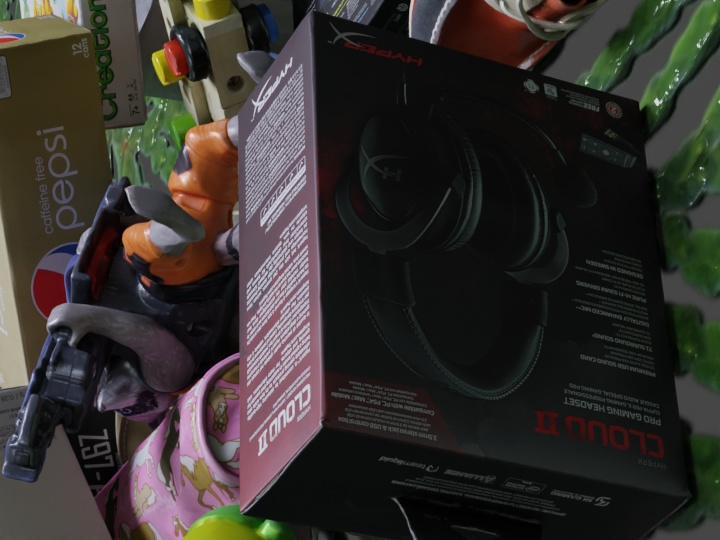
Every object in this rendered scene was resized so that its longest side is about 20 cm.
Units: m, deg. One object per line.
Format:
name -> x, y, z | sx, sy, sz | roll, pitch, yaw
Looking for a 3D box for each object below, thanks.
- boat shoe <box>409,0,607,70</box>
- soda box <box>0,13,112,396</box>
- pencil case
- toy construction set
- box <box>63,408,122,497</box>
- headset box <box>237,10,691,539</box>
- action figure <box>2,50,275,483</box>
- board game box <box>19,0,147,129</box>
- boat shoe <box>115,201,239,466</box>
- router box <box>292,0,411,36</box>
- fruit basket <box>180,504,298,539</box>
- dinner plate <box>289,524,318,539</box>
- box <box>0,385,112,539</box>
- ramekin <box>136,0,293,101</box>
boat shoe -> 0.082, -0.134, 0.878 | 0.200, 0.071, 0.063 | -52, 35, 37
soda box -> -0.166, -0.028, 1.122 | 0.068, 0.064, 0.201 | -151, 52, -61
pencil case -> -0.080, 0.115, 1.044 | 0.087, 0.083, 0.200 | 55, 138, 12
toy construction set -> -0.079, -0.123, 1.098 | 0.092, 0.200, 0.131 | -34, 42, -4
box -> -0.180, 0.094, 1.306 | 0.200, 0.043, 0.161 | -150, 48, -67
headset box -> 0.035, 0.018, 0.798 | 0.077, 0.148, 0.200 | 130, 146, -48
action figure -> -0.092, 0.019, 1.006 | 0.194, 0.104, 0.200 | 115, 174, -49
board game box -> -0.160, -0.178, 1.170 | 0.126, 0.035, 0.201 | -169, 72, -67
boat shoe -> -0.090, 0.051, 1.145 | 0.200, 0.072, 0.065 | -61, 3, 34
router box -> 0.032, -0.177, 1.019 | 0.200, 0.062, 0.150 | -52, 34, 46
fruit basket -> -0.091, 0.191, 0.829 | 0.216, 0.155, 0.216 | -2, -90, -76
dinner plate -> -0.059, 0.170, 1.095 | 0.200, 0.024, 0.201 | -168, 90, -67
box -> -0.156, 0.160, 1.015 | 0.082, 0.068, 0.200 | -51, 58, 43
ramekin -> -0.086, -0.191, 1.248 | 0.200, 0.105, 0.201 | -43, 41, 53
